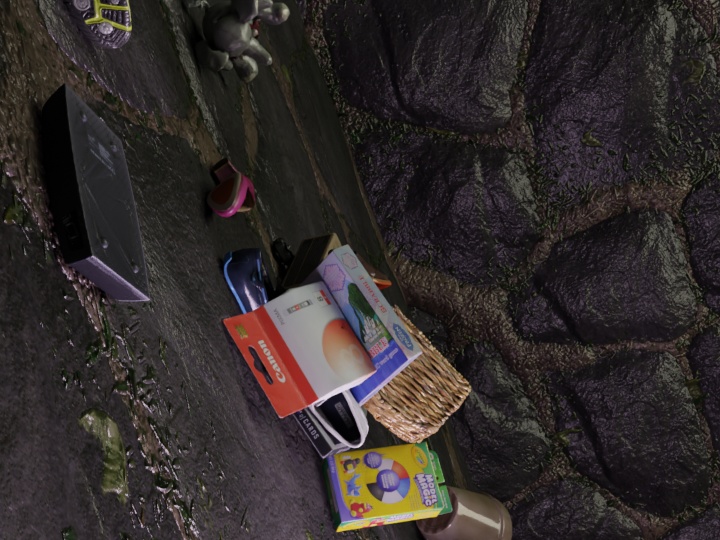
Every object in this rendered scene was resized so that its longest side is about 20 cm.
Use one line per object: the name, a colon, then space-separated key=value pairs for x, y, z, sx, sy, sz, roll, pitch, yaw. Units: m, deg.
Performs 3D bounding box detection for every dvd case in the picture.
dvd case: x=-0.071 y=0.217 z=1.635 sx=0.151 sy=0.025 sz=0.200 roll=54 pitch=6 yaw=11

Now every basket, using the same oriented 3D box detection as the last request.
basket: x=0.051 y=0.183 z=1.721 sx=0.200 sy=0.143 sz=0.149 roll=47 pitch=-28 yaw=-3

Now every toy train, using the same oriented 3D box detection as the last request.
toy train: x=-0.115 y=0.014 z=1.962 sx=0.201 sy=0.034 sz=0.046 roll=63 pitch=-2 yaw=-40

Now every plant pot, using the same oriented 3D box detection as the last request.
plant pot: x=0.219 y=0.575 z=2.403 sx=0.173 sy=0.199 sz=0.201 roll=43 pitch=24 yaw=-39

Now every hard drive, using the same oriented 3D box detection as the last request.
hard drive: x=-0.269 y=-0.073 z=1.066 sx=0.135 sy=0.042 sz=0.201 roll=54 pitch=18 yaw=-63

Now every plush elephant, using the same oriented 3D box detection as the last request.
plush elephant: x=-0.216 y=-0.418 z=1.879 sx=0.199 sy=0.165 sz=0.155 roll=27 pitch=21 yaw=-36

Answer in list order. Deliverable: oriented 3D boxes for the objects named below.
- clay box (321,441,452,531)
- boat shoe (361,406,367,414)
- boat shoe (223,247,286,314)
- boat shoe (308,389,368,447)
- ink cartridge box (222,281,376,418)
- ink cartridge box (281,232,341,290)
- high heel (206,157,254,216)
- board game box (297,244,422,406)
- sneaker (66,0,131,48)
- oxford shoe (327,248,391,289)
clay box: x=0.047 y=0.341 z=1.683 sx=0.048 sy=0.198 sz=0.116 roll=111 pitch=-32 yaw=-55
boat shoe: x=-0.062 y=0.186 z=1.794 sx=0.202 sy=0.060 sz=0.072 roll=57 pitch=28 yaw=-27
boat shoe: x=-0.137 y=0.051 z=1.573 sx=0.084 sy=0.068 sz=0.201 roll=-102 pitch=169 yaw=-46
boat shoe: x=-0.052 y=0.174 z=1.555 sx=0.200 sy=0.073 sz=0.065 roll=50 pitch=3 yaw=-8
ink cartridge box: x=-0.082 y=0.105 z=1.492 sx=0.163 sy=0.050 sz=0.200 roll=58 pitch=30 yaw=11
ink cartridge box: x=-0.060 y=0.061 z=1.917 sx=0.165 sy=0.075 sz=0.201 roll=-67 pitch=141 yaw=-51
high heel: x=-0.184 y=-0.104 z=1.620 sx=0.096 sy=0.067 sz=0.200 roll=55 pitch=10 yaw=-24
board game box: x=-0.029 y=0.099 z=1.609 sx=0.041 sy=0.200 sz=0.200 roll=-20 pitch=70 yaw=-49
sneaker: x=-0.327 y=-0.365 z=1.267 sx=0.077 sy=0.075 sz=0.201 roll=-93 pitch=163 yaw=-64
oxford shoe: x=0.000 y=0.000 z=1.904 sx=0.200 sy=0.071 sz=0.073 roll=16 pitch=59 yaw=-66
